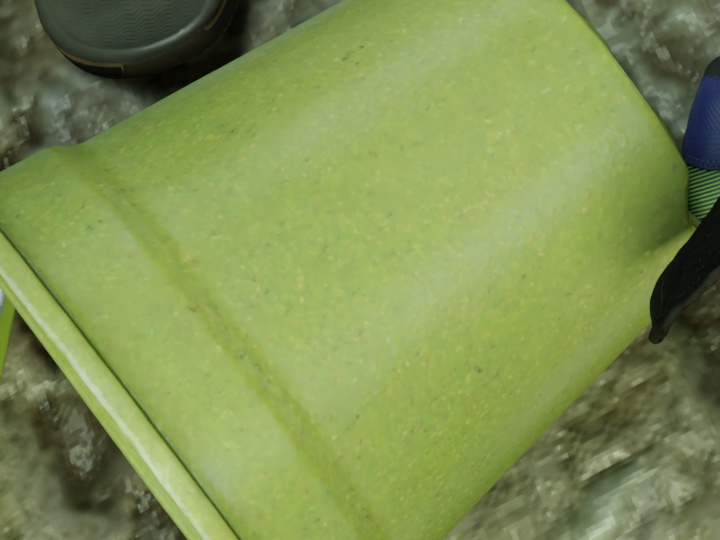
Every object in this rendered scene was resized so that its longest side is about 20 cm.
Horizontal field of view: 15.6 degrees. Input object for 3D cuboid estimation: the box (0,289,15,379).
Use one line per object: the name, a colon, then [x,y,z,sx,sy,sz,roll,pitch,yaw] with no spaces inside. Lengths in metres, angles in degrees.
box: [-0.210,0.052,0.966,0.200,0.048,0.122,-3,66,26]

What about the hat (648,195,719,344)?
hat: [0.165,-0.035,0.695,0.081,0.201,0.201,41,89,1]

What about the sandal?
sandal: [-0.104,-0.156,1.008,0.082,0.055,0.200,-25,57,15]

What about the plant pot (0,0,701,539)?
plant pot: [0.000,0.000,0.814,0.184,0.200,0.200,-37,54,-8]

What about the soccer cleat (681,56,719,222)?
soccer cleat: [0.191,-0.017,0.797,0.200,0.065,0.084,16,104,28]
